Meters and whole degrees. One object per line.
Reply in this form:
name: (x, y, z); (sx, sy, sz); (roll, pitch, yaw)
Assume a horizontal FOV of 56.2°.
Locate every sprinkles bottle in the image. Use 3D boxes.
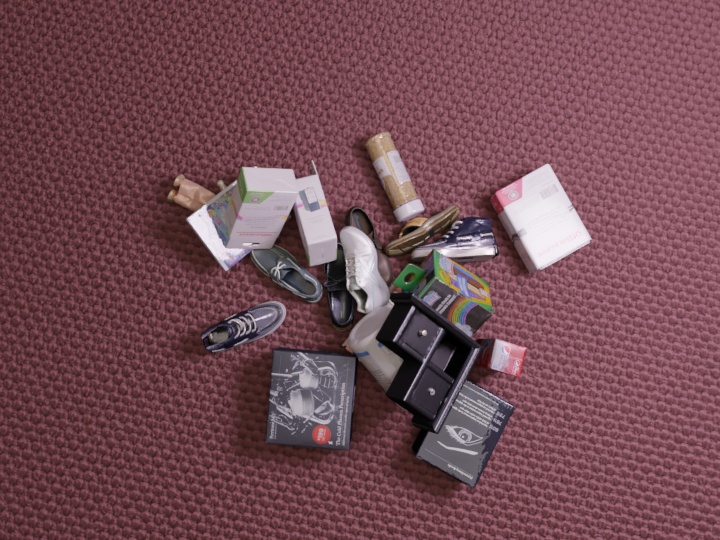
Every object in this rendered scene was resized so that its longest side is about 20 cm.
sprinkles bottle: (0.077, -0.215, 1.549); (0.068, 0.068, 0.201); (-23, 84, -3)

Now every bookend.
bookend: (0.108, 0.180, 1.338); (0.200, 0.092, 0.200); (38, 73, -20)

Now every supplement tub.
supplement tub: (0.078, 0.187, 1.448); (0.132, 0.132, 0.200); (-39, 107, -5)

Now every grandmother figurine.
grandmother figurine: (-0.335, -0.148, 1.543); (0.199, 0.061, 0.122); (29, 112, -1)

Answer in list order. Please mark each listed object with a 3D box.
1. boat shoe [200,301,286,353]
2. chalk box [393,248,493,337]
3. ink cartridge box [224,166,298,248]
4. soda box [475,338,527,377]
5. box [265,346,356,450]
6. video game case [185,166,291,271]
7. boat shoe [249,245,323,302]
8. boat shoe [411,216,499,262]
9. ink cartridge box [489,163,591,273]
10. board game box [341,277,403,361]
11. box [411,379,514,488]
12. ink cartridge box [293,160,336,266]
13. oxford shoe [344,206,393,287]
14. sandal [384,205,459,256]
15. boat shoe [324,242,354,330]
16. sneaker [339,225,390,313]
boat shoe: (-0.259, 0.127, 1.494); (0.199, 0.093, 0.075); (-28, 85, -4)
chalk box: (0.167, 0.051, 1.453); (0.199, 0.124, 0.125); (33, 118, -13)
ink cartridge box: (-0.220, -0.129, 1.445); (0.116, 0.200, 0.068); (-1, 56, -28)
soda box: (0.294, 0.184, 1.444); (0.069, 0.200, 0.064); (16, 85, 1)
box: (-0.103, 0.276, 1.467); (0.180, 0.104, 0.202); (4, 87, 3)
video game case: (-0.268, -0.117, 1.504); (0.200, 0.018, 0.144); (-42, 110, -21)
boat shoe: (-0.169, 0.000, 1.524); (0.199, 0.062, 0.073); (38, 86, 3)
boat shoe: (0.211, -0.070, 1.533); (0.198, 0.075, 0.094); (-2, 76, -8)
ink cartridge box: (0.408, -0.115, 1.537); (0.145, 0.085, 0.201); (-28, 83, -4)
board game box: (0.059, 0.126, 1.537); (0.103, 0.019, 0.200); (39, 85, 4)
box: (0.221, 0.345, 1.474); (0.147, 0.104, 0.201); (30, 85, 2)
ink cartridge box: (-0.109, -0.127, 1.489); (0.067, 0.117, 0.201); (-14, 68, -8)
oxford shoe: (0.017, -0.051, 1.523); (0.072, 0.084, 0.201); (-27, 87, -5)
sandal: (0.136, -0.096, 1.537); (0.199, 0.080, 0.054); (-34, 68, -8)
boat shoe: (-0.044, 0.034, 1.524); (0.074, 0.062, 0.202); (-3, 83, 0)
sneaker: (0.000, 0.000, 1.474); (0.080, 0.070, 0.202); (-33, 105, -44)
